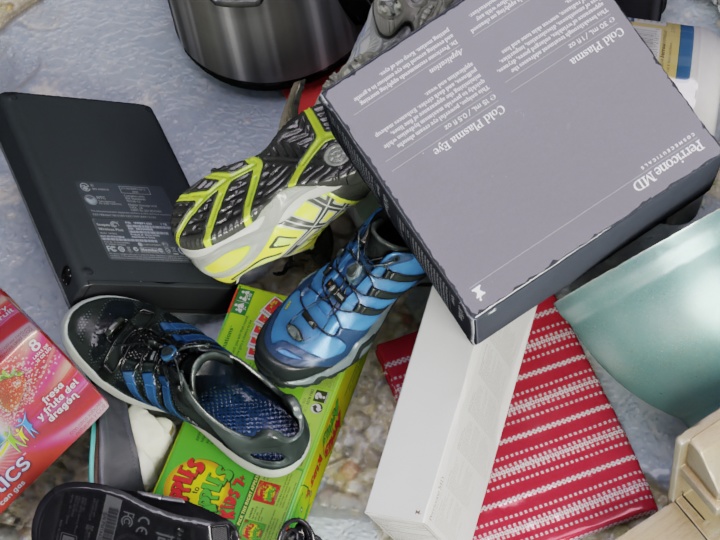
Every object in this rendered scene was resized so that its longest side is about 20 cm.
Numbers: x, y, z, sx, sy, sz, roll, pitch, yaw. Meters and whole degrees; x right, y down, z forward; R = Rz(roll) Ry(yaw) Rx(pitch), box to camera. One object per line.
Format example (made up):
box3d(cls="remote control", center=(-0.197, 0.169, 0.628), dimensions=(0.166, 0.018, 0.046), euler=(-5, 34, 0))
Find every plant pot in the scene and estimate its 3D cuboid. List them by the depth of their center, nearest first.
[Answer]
box3d(cls="plant pot", center=(0.252, 0.031, 1.445), dimensions=(0.200, 0.200, 0.135), euler=(-29, 87, -13))

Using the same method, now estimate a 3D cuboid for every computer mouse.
box3d(cls="computer mouse", center=(-0.127, 0.220, 1.411), dimensions=(0.199, 0.046, 0.141), euler=(9, 96, 5))

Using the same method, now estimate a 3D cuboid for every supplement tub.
box3d(cls="supplement tub", center=(0.154, -0.116, 1.506), dimensions=(0.199, 0.145, 0.145), euler=(9, 59, 5))

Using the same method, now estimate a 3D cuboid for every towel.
box3d(cls="towel", center=(0.109, 0.111, 1.491), dimensions=(0.144, 0.023, 0.201), euler=(-19, 60, -8))

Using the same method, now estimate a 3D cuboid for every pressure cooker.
box3d(cls="pressure cooker", center=(-0.079, -0.261, 1.633), dimensions=(0.178, 0.200, 0.176), euler=(-33, 56, -16))

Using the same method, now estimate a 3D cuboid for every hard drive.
box3d(cls="hard drive", center=(-0.186, -0.052, 1.568), dimensions=(0.139, 0.033, 0.201), euler=(2, 47, -38))

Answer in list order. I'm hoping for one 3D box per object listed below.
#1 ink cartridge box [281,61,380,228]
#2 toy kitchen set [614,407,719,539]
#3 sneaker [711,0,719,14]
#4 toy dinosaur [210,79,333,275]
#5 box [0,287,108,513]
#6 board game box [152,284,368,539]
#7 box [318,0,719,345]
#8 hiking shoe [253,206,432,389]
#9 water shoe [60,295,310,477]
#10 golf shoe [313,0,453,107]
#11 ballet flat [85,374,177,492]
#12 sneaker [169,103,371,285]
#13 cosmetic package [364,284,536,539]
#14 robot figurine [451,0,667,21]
box3d(cls="ink cartridge box", center=(0.043, -0.117, 1.625), dimensions=(0.160, 0.050, 0.201), euler=(-23, 61, -9))
box3d(cls="toy kitchen set", center=(0.289, 0.184, 1.345), dimensions=(0.199, 0.163, 0.181), euler=(-31, 60, -13))
box3d(cls="sneaker", center=(0.325, -0.233, 1.658), dimensions=(0.091, 0.078, 0.200), euler=(-24, 60, -14))
box3d(cls="toy dinosaur", center=(-0.066, -0.048, 1.587), dimensions=(0.088, 0.048, 0.201), euler=(-11, 66, -5))
box3d(cls="box", center=(-0.288, 0.116, 1.445), dimensions=(0.200, 0.096, 0.100), euler=(-44, 39, -8))
box3d(cls="board game box", center=(-0.072, 0.115, 1.490), dimensions=(0.101, 0.048, 0.201), euler=(13, 60, 14))
box3d(cls="box", center=(0.105, -0.084, 1.376), dimensions=(0.199, 0.104, 0.183), euler=(-33, 77, -3))
box3d(cls="hiking shoe", center=(0.000, 0.000, 1.473), dimensions=(0.200, 0.087, 0.074), euler=(-40, 63, -14))
box3d(cls="water shoe", center=(-0.118, 0.065, 1.435), dimensions=(0.199, 0.079, 0.072), euler=(29, 65, 10))
box3d(cls="golf shoe", center=(0.015, -0.141, 1.597), dimensions=(0.078, 0.097, 0.201), euler=(27, 75, -1))
box3d(cls="ballet flat", center=(-0.167, 0.101, 1.496), dimensions=(0.073, 0.073, 0.201), euler=(-9, 55, -1))
box3d(cls="sneaker", center=(-0.041, -0.060, 1.518), dimensions=(0.199, 0.077, 0.076), euler=(-26, 52, 1))
box3d(cls="cosmetic package", center=(0.064, 0.091, 1.434), dimensions=(0.050, 0.083, 0.201), euler=(7, 66, 26))
box3d(cls="robot figurine", center=(0.145, -0.240, 1.650), dimensions=(0.199, 0.150, 0.126), euler=(10, 76, 10))
